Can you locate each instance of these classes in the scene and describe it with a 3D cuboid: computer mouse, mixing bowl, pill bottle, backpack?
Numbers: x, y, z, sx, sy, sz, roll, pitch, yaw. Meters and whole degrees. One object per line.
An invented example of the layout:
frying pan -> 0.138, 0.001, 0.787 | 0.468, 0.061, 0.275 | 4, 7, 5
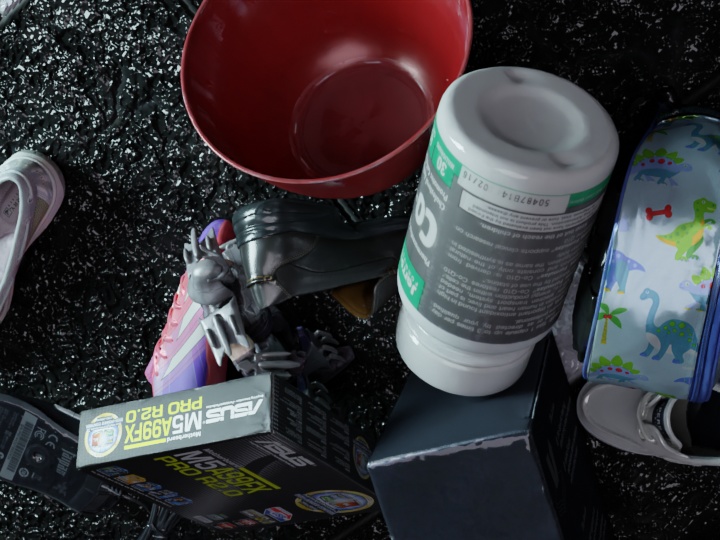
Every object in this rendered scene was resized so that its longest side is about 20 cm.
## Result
computer mouse -> -0.238, 0.181, 1.120 | 0.199, 0.046, 0.141 | 21, 109, 1
mixing bowl -> -0.012, -0.126, 0.929 | 0.199, 0.108, 0.202 | -6, 65, 13
pill bottle -> 0.086, -0.019, 0.872 | 0.112, 0.113, 0.201 | 18, 133, 6
backpack -> 0.221, -0.009, 0.879 | 0.146, 0.200, 0.184 | 13, 108, 16

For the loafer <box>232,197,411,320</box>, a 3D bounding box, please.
loafer -> 0.000, 0.000, 0.956 | 0.073, 0.199, 0.073 | -24, 66, 55

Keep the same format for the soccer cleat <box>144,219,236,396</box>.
soccer cleat -> -0.131, 0.056, 1.052 | 0.076, 0.067, 0.201 | 11, 111, 13

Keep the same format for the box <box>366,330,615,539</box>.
box -> 0.103, 0.174, 0.968 | 0.117, 0.197, 0.201 | -14, 103, 16

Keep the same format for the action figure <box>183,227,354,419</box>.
action figure -> -0.068, 0.042, 0.972 | 0.069, 0.131, 0.200 | -18, 142, 13

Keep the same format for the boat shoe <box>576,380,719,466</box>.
boat shoe -> 0.225, 0.098, 0.947 | 0.199, 0.065, 0.074 | -4, 85, 45

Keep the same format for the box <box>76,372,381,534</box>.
box -> -0.084, 0.139, 0.989 | 0.159, 0.200, 0.045 | -12, 62, 23

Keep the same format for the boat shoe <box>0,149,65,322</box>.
boat shoe -> -0.302, -0.004, 1.066 | 0.074, 0.065, 0.202 | 38, 110, -1
